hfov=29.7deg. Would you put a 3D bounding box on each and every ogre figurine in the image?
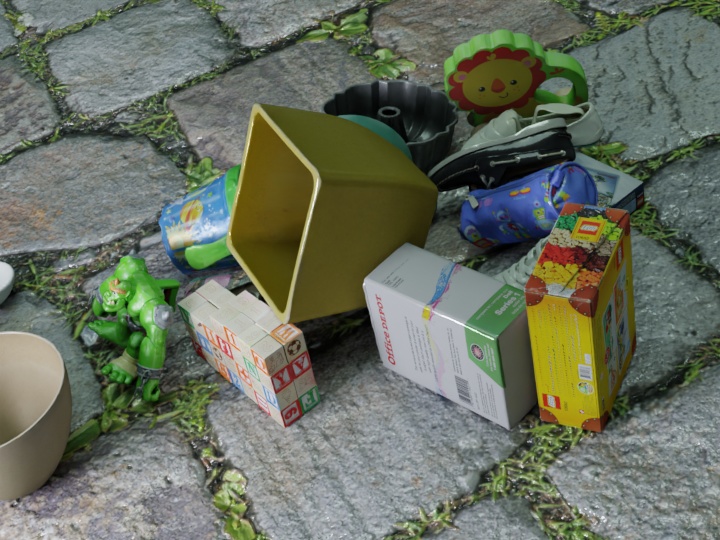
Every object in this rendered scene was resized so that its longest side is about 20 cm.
[{"bbox_3d":[-0.286,0.059,1.716,0.097,0.121,0.201,17,26,-19],"label":"ogre figurine"}]

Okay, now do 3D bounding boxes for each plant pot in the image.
[{"bbox_3d":[-0.421,0.190,1.593,0.197,0.136,0.202,-9,39,7],"label":"plant pot"},{"bbox_3d":[-0.023,-0.070,1.631,0.198,0.198,0.194,-1,31,-30],"label":"plant pot"}]

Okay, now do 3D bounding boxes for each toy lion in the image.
[{"bbox_3d":[0.215,-0.255,1.869,0.197,0.193,0.069,-7,53,3],"label":"toy lion"}]

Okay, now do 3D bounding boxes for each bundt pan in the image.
[{"bbox_3d":[0.041,-0.193,1.934,0.199,0.077,0.203,0,34,0],"label":"bundt pan"}]

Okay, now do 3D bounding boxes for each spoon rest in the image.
[{"bbox_3d":[-0.521,0.051,1.843,0.098,0.061,0.201,-12,41,1],"label":"spoon rest"}]

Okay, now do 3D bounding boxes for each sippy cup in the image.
[{"bbox_3d":[-0.196,-0.059,1.831,0.129,0.178,0.142,-17,76,12],"label":"sippy cup"}]

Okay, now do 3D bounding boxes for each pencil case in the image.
[{"bbox_3d":[0.205,-0.081,1.705,0.199,0.086,0.079,-14,47,55],"label":"pencil case"}]

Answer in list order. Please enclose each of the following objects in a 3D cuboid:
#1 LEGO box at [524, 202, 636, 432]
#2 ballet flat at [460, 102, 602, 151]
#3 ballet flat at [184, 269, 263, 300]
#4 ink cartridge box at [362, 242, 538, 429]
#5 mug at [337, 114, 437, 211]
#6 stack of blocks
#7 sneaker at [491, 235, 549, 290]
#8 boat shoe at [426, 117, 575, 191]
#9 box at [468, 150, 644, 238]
[{"bbox_3d":[0.248,0.052,1.506,0.076,0.202,0.150,9,44,24],"label":"LEGO box"},{"bbox_3d":[0.229,-0.194,1.845,0.197,0.070,0.070,-9,40,7],"label":"ballet flat"},{"bbox_3d":[-0.133,0.024,1.766,0.197,0.069,0.072,-18,57,1],"label":"ballet flat"},{"bbox_3d":[0.111,0.072,1.566,0.199,0.146,0.084,24,52,37],"label":"ink cartridge box"},{"bbox_3d":[0.002,-0.113,1.809,0.182,0.153,0.115,1,45,16],"label":"mug"},{"bbox_3d":[-0.139,0.087,1.646,0.058,0.116,0.199,-34,43,-24],"label":"stack of blocks"},{"bbox_3d":[0.220,0.003,1.667,0.198,0.081,0.077,-20,41,-5],"label":"sneaker"},{"bbox_3d":[0.187,-0.139,1.795,0.197,0.074,0.061,-20,77,4],"label":"boat shoe"},{"bbox_3d":[0.259,-0.106,1.814,0.136,0.038,0.199,-35,44,-24],"label":"box"}]
